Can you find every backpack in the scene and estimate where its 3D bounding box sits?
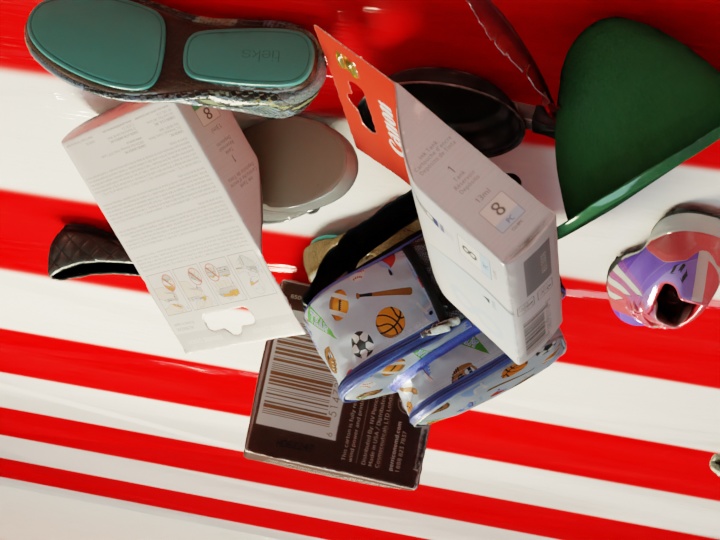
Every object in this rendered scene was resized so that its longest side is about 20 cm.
[{"bbox_3d":[0.057,0.032,1.019,0.189,0.155,0.200,-22,163,7],"label":"backpack"}]

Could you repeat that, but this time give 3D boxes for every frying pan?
[{"bbox_3d":[0.086,-0.106,0.899,0.189,0.031,0.115,-4,157,32],"label":"frying pan"}]

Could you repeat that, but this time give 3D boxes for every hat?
[{"bbox_3d":[0.134,-0.132,0.804,0.165,0.177,0.200,-32,176,0],"label":"hat"}]

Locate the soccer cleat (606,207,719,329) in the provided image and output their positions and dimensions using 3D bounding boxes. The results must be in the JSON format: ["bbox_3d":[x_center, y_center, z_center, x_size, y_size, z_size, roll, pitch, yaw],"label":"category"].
[{"bbox_3d":[0.237,0.018,1.087,0.068,0.074,0.200,13,160,-2],"label":"soccer cleat"}]

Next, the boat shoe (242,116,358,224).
[{"bbox_3d":[-0.065,-0.072,1.050,0.200,0.071,0.071,-1,167,44],"label":"boat shoe"}]

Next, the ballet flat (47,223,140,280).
[{"bbox_3d":[-0.205,0.001,1.331,0.198,0.057,0.067,10,161,6],"label":"ballet flat"}]

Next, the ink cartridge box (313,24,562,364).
[{"bbox_3d":[0.039,-0.045,0.855,0.200,0.047,0.160,41,169,23],"label":"ink cartridge box"}]

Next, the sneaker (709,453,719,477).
[{"bbox_3d":[0.468,0.226,1.532,0.088,0.077,0.200,30,153,-21],"label":"sneaker"}]

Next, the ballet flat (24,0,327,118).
[{"bbox_3d":[-0.119,-0.135,0.898,0.198,0.075,0.074,12,161,7],"label":"ballet flat"}]

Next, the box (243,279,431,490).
[{"bbox_3d":[-0.019,0.116,1.333,0.163,0.167,0.200,12,171,-3],"label":"box"}]

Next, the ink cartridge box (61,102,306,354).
[{"bbox_3d":[-0.125,-0.039,1.037,0.160,0.050,0.201,-12,115,48],"label":"ink cartridge box"}]

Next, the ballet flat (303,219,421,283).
[{"bbox_3d":[0.000,0.000,1.182,0.067,0.073,0.200,21,159,-26],"label":"ballet flat"}]
